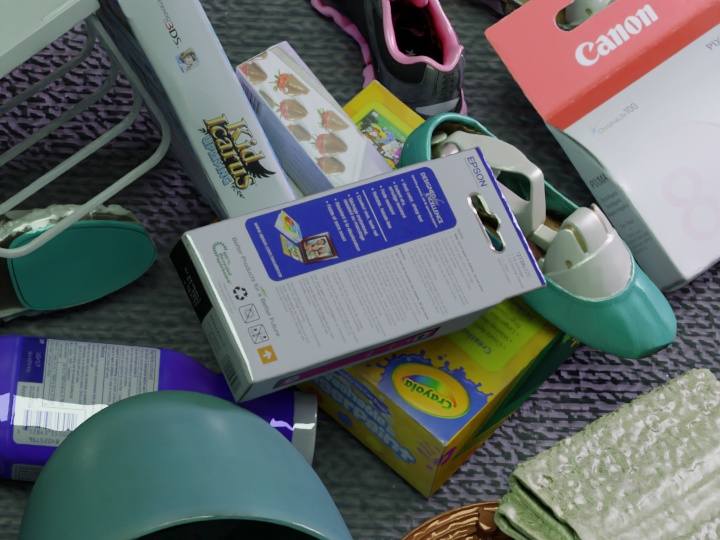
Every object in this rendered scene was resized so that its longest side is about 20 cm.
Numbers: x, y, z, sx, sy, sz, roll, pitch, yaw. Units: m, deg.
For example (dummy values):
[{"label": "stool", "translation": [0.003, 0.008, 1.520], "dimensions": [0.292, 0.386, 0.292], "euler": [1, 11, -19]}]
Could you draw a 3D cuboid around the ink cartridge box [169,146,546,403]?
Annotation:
[{"label": "ink cartridge box", "translation": [0.000, 0.000, 1.574], "dimensions": [0.199, 0.037, 0.095], "euler": [-18, 73, -26]}]

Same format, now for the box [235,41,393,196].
[{"label": "box", "translation": [-0.005, -0.049, 1.661], "dimensions": [0.039, 0.042, 0.200], "euler": [-30, 66, -23]}]

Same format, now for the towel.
[{"label": "towel", "translation": [0.184, 0.141, 1.640], "dimensions": [0.199, 0.037, 0.148], "euler": [-29, 64, -39]}]

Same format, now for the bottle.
[{"label": "bottle", "translation": [-0.125, 0.086, 1.635], "dimensions": [0.198, 0.065, 0.084], "euler": [5, 59, -5]}]

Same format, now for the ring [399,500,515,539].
[{"label": "ring", "translation": [0.093, 0.220, 1.598], "dimensions": [0.199, 0.019, 0.202], "euler": [4, 61, -7]}]

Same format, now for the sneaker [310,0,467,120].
[{"label": "sneaker", "translation": [0.018, -0.177, 1.796], "dimensions": [0.079, 0.096, 0.201], "euler": [-19, 62, -16]}]

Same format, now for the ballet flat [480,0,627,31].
[{"label": "ballet flat", "translation": [0.126, -0.187, 1.831], "dimensions": [0.200, 0.072, 0.072], "euler": [30, 60, 10]}]

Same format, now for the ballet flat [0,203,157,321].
[{"label": "ballet flat", "translation": [-0.223, -0.005, 1.678], "dimensions": [0.199, 0.072, 0.072], "euler": [-18, 63, -18]}]

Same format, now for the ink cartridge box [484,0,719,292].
[{"label": "ink cartridge box", "translation": [0.198, -0.110, 1.771], "dimensions": [0.162, 0.057, 0.201], "euler": [-35, 95, -24]}]

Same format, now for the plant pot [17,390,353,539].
[{"label": "plant pot", "translation": [-0.097, 0.161, 1.523], "dimensions": [0.199, 0.202, 0.161], "euler": [-5, 35, -11]}]

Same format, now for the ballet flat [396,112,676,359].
[{"label": "ballet flat", "translation": [0.104, -0.024, 1.644], "dimensions": [0.200, 0.071, 0.067], "euler": [37, 60, 14]}]

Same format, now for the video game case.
[{"label": "video game case", "translation": [-0.110, -0.122, 1.645], "dimensions": [0.045, 0.182, 0.200], "euler": [-30, 27, -5]}]

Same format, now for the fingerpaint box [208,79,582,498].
[{"label": "fingerpaint box", "translation": [0.024, 0.010, 1.697], "dimensions": [0.200, 0.074, 0.167], "euler": [39, 61, 15]}]

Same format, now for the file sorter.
[{"label": "file sorter", "translation": [-0.217, -0.124, 1.659], "dimensions": [0.138, 0.125, 0.200], "euler": [-35, 39, -2]}]
